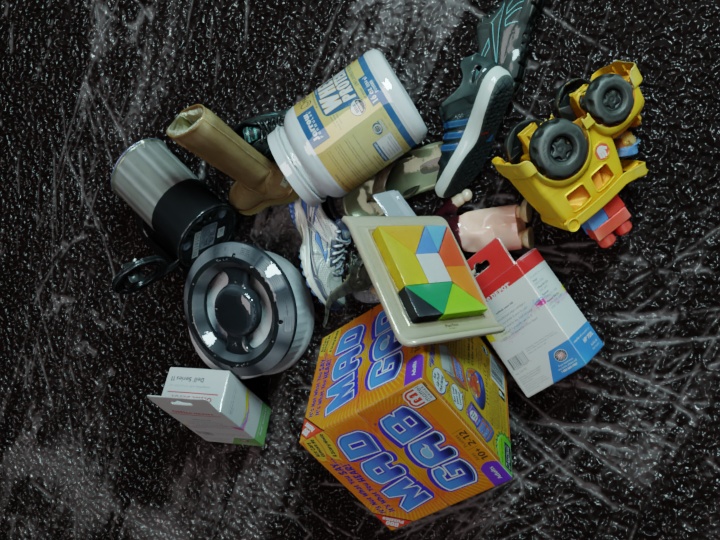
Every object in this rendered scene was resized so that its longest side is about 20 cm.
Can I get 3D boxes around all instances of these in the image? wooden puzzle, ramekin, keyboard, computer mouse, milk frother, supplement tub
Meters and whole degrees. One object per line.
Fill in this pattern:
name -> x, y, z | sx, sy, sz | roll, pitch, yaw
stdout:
wooden puzzle -> 0.085, 0.002, 0.990 | 0.037, 0.182, 0.203 | -50, 56, 38
ramekin -> -0.180, 0.074, 1.230 | 0.195, 0.097, 0.206 | 3, 97, 21
keyboard -> 0.088, -0.029, 1.065 | 0.202, 0.056, 0.011 | 55, 132, 13
computer mouse -> 0.077, 0.020, 1.160 | 0.195, 0.034, 0.060 | -2, 91, 16
milk frother -> -0.334, -0.079, 1.212 | 0.187, 0.198, 0.183 | 40, 117, 23
supplement tub -> -0.019, -0.197, 1.095 | 0.198, 0.144, 0.147 | -33, 84, 11

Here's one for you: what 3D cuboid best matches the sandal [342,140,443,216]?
sandal -> 0.056, -0.135, 1.131 | 0.198, 0.057, 0.081 | -25, 91, 20

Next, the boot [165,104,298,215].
boot -> -0.203, -0.163, 1.145 | 0.173, 0.198, 0.068 | -10, 59, 44

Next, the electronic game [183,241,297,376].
electronic game -> -0.182, 0.058, 1.153 | 0.195, 0.041, 0.206 | 6, 103, 24

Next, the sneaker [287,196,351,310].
sneaker -> -0.049, -0.041, 1.178 | 0.083, 0.077, 0.205 | -16, 90, 18

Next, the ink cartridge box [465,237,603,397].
ink cartridge box -> 0.224, 0.056, 1.061 | 0.116, 0.067, 0.202 | -41, 80, 43

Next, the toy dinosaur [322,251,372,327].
toy dinosaur -> 0.000, 0.000, 1.115 | 0.199, 0.047, 0.090 | -37, 39, 41

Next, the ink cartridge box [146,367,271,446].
ink cartridge box -> -0.234, 0.208, 1.212 | 0.114, 0.201, 0.069 | 1, 60, 21

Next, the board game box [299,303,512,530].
board game box -> 0.066, 0.178, 1.040 | 0.198, 0.202, 0.200 | -31, 116, 26

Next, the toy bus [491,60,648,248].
toy bus -> 0.300, -0.138, 0.997 | 0.199, 0.136, 0.193 | -40, 101, 1

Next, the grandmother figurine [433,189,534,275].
grandmother figurine -> 0.147, -0.051, 1.107 | 0.195, 0.060, 0.125 | -2, 87, 25

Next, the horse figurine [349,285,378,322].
horse figurine -> 0.057, 0.083, 1.142 | 0.131, 0.050, 0.202 | 33, 122, 0

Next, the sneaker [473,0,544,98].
sneaker -> 0.198, -0.337, 1.037 | 0.078, 0.075, 0.205 | 20, 102, 21

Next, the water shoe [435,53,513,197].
water shoe -> 0.142, -0.196, 1.056 | 0.079, 0.070, 0.203 | 46, 131, 28

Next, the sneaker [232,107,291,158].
sneaker -> -0.133, -0.207, 1.191 | 0.196, 0.079, 0.077 | -17, 88, 21
